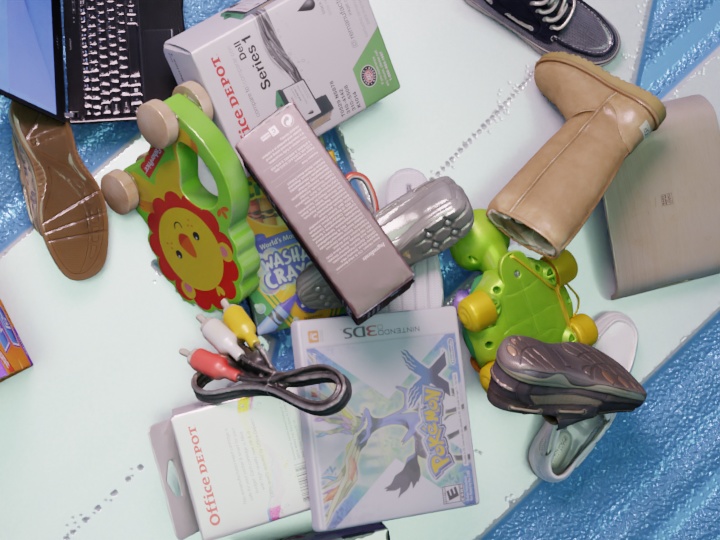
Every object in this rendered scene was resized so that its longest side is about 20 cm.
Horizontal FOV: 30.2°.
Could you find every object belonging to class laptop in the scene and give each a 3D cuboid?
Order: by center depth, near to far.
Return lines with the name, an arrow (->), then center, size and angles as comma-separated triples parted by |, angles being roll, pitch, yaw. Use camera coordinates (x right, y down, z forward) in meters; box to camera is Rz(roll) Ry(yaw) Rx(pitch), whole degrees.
laptop -> -0.274, -0.248, 1.340 | 0.197, 0.103, 0.180 | -4, 73, -8

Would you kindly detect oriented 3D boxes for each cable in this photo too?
cable -> -0.100, 0.097, 1.268 | 0.097, 0.199, 0.050 | -52, 134, -14

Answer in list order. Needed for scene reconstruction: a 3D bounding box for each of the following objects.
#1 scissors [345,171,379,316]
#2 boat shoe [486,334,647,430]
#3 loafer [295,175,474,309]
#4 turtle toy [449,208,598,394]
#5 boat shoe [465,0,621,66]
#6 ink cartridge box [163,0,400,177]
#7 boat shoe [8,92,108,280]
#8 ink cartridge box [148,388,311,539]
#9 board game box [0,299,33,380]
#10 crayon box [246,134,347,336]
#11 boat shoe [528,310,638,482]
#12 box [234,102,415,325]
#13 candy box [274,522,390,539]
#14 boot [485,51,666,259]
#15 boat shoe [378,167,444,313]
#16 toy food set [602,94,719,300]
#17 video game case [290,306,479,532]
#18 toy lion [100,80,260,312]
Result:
scissors -> 0.000, 0.000, 1.385 | 0.072, 0.014, 0.203 | -15, 89, -11
boat shoe -> 0.204, 0.118, 1.355 | 0.198, 0.075, 0.074 | 15, 118, -32
loafer -> 0.021, -0.028, 1.356 | 0.198, 0.070, 0.070 | -28, 136, 1
turtle toy -> 0.154, 0.031, 1.405 | 0.144, 0.101, 0.202 | -25, 104, -21
boat shoe -> 0.199, -0.282, 1.430 | 0.198, 0.093, 0.076 | 24, 86, -6
ink cartridge box -> -0.079, -0.206, 1.359 | 0.199, 0.084, 0.147 | -33, 117, -17
boat shoe -> -0.313, -0.088, 1.380 | 0.072, 0.063, 0.203 | -16, 94, -25
ink cartridge box -> -0.108, 0.185, 1.360 | 0.197, 0.125, 0.130 | -15, 90, -8
board game box -> -0.457, 0.053, 1.281 | 0.198, 0.200, 0.202 | -27, 92, -8
crayon box -> -0.074, -0.044, 1.409 | 0.124, 0.052, 0.203 | -14, 90, -8
boat shoe -> 0.251, 0.139, 1.437 | 0.070, 0.069, 0.202 | 26, 85, -5
box -> -0.033, -0.050, 1.268 | 0.075, 0.100, 0.201 | -37, 84, -4
candy box -> -0.038, 0.376, 1.391 | 0.165, 0.072, 0.203 | -10, 90, -8
boot -> 0.196, -0.126, 1.387 | 0.200, 0.174, 0.066 | -48, 137, -14
boat shoe -> 0.056, -0.004, 1.413 | 0.071, 0.071, 0.203 | 3, 83, 6
toy food set -> 0.326, -0.080, 1.466 | 0.141, 0.060, 0.203 | -12, 98, -8
video game case -> 0.026, 0.143, 1.319 | 0.180, 0.022, 0.203 | -4, 85, -26
toy lion -> -0.165, -0.058, 1.334 | 0.068, 0.200, 0.192 | -34, 81, -39
